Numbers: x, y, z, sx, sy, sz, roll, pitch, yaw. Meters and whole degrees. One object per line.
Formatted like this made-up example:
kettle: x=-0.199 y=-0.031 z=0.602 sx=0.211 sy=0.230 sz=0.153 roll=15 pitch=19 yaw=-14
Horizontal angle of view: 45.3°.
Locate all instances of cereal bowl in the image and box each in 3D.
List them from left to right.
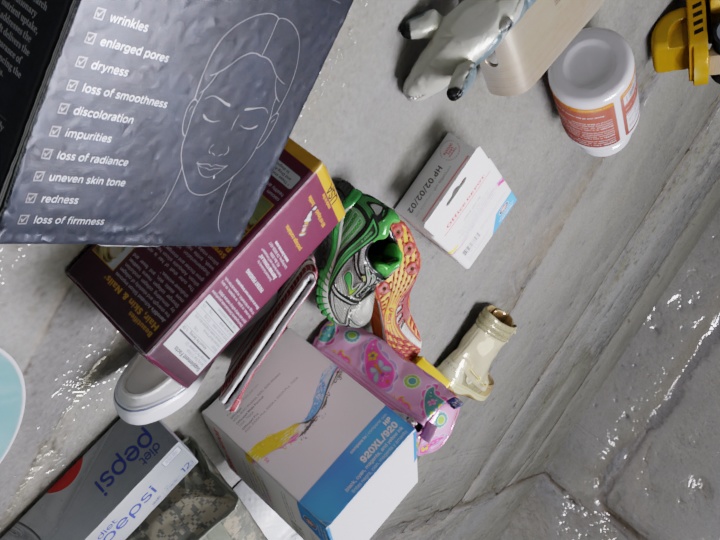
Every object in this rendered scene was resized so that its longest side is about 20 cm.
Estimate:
cereal bowl: x=-0.123 y=0.354 z=1.178 sx=0.199 sy=0.083 sz=0.202 roll=-38 pitch=150 yaw=-27

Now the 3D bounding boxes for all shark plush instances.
shark plush: x=0.118 y=-0.250 z=0.865 sx=0.201 sy=0.091 sz=0.083 roll=-49 pitch=170 yaw=1

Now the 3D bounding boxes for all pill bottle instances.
pill bottle: x=0.325 y=-0.235 z=1.187 sx=0.113 sy=0.112 sz=0.200 roll=-53 pitch=154 yaw=-1

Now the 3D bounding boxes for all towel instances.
towel: x=-0.084 y=0.053 z=0.836 sx=0.145 sy=0.023 sz=0.200 roll=-56 pitch=-173 yaw=2

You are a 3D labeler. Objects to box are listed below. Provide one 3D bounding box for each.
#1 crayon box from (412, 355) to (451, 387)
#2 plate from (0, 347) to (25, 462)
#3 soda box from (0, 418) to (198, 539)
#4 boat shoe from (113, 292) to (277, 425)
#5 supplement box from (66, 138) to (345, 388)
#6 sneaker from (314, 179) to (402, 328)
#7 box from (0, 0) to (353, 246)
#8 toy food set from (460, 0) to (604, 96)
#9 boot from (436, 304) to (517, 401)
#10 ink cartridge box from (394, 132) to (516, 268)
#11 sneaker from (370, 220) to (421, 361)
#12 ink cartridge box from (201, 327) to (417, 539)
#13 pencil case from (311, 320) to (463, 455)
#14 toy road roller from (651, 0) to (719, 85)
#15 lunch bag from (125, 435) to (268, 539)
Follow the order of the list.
crayon box: x=0.031 y=0.196 z=1.171 sx=0.173 sy=0.058 sz=0.200 roll=-48 pitch=-177 yaw=-7
plate: x=-0.336 y=0.125 z=0.618 sx=0.199 sy=0.025 sz=0.202 roll=-40 pitch=151 yaw=-27
soda box: x=-0.254 y=0.226 z=0.824 sx=0.200 sy=0.068 sz=0.064 roll=-46 pitch=154 yaw=-15
boat shoe: x=-0.154 y=0.049 z=0.790 sx=0.201 sy=0.073 sz=0.066 roll=-51 pitch=153 yaw=-30
supplement box: x=-0.121 y=-0.023 z=0.701 sx=0.200 sy=0.110 sz=0.086 roll=-48 pitch=154 yaw=-11
sneaker: x=0.000 y=0.000 z=0.946 sx=0.078 sy=0.084 sz=0.202 roll=-50 pitch=156 yaw=-32
box: x=-0.129 y=-0.130 z=0.499 sx=0.199 sy=0.124 sz=0.199 roll=-1 pitch=126 yaw=-58
toy food set: x=0.196 y=-0.311 z=0.959 sx=0.201 sy=0.060 sz=0.144 roll=-49 pitch=142 yaw=-12
boot: x=0.217 y=0.142 z=1.498 sx=0.157 sy=0.073 sz=0.199 roll=-55 pitch=149 yaw=8
ink cartridge box: x=0.116 y=-0.088 z=1.063 sx=0.116 sy=0.067 sz=0.200 roll=-54 pitch=154 yaw=1
sneaker: x=0.032 y=0.025 z=1.075 sx=0.072 sy=0.077 sz=0.204 roll=-15 pitch=123 yaw=-24
ink cartridge box: x=-0.053 y=0.201 z=0.979 sx=0.145 sy=0.199 sz=0.148 roll=-43 pitch=152 yaw=-23
pencil case: x=0.027 y=0.137 z=1.034 sx=0.087 sy=0.199 sz=0.088 roll=-38 pitch=148 yaw=-30
toy road roller: x=0.536 y=-0.395 z=1.373 sx=0.123 sy=0.143 sz=0.205 roll=42 pitch=48 yaw=-63
lunch bag: x=-0.215 y=0.306 z=0.936 sx=0.199 sy=0.117 sz=0.165 roll=-38 pitch=150 yaw=-17
